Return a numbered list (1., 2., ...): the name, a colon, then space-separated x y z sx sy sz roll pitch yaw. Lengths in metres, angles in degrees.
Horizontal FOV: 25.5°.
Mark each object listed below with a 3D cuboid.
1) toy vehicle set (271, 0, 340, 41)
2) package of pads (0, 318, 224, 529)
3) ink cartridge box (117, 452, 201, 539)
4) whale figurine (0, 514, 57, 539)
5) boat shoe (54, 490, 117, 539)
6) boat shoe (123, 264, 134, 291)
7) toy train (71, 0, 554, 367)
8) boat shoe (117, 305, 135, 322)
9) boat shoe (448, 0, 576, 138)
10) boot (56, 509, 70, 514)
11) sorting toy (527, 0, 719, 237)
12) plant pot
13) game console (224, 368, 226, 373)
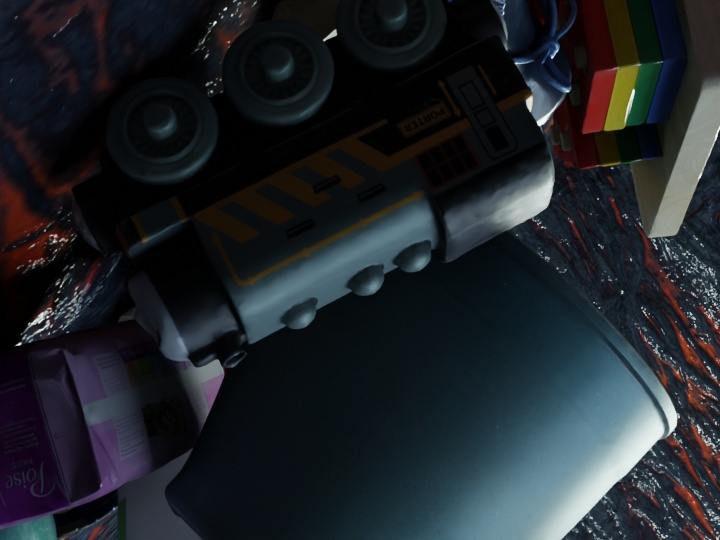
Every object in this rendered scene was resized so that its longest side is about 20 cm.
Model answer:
1. toy vehicle set: -0.002 -0.120 0.813 0.124 0.027 0.200 -43 175 -17
2. package of pads: -0.147 0.071 0.757 0.119 0.076 0.200 -17 180 13
3. ink cartridge box: -0.079 0.192 1.022 0.087 0.146 0.201 -18 138 10
4. whale figurine: -0.240 0.167 0.816 0.159 0.104 0.199 -47 167 34
5. boat shoe: -0.234 0.166 1.106 0.199 0.073 0.072 -31 175 -22
6. boat shoe: -0.082 -0.010 0.846 0.200 0.074 0.069 148 -42 -77
7. toy train: -0.016 -0.041 0.654 0.199 0.115 0.085 -27 162 -9
8. boat shoe: -0.124 0.054 1.048 0.063 0.071 0.200 -44 171 -23
9. boat shoe: 0.073 -0.105 0.777 0.200 0.068 0.085 77 27 -70
10. boot: -0.206 0.130 0.957 0.200 0.075 0.074 -46 177 32
11. sorting toy: 0.133 -0.142 0.866 0.069 0.202 0.199 -8 160 -1
12. plant pot: 0.014 0.081 0.760 0.188 0.200 0.200 -49 175 -7
13. game console: 0.000 0.000 0.944 0.200 0.031 0.177 -38 180 -24
